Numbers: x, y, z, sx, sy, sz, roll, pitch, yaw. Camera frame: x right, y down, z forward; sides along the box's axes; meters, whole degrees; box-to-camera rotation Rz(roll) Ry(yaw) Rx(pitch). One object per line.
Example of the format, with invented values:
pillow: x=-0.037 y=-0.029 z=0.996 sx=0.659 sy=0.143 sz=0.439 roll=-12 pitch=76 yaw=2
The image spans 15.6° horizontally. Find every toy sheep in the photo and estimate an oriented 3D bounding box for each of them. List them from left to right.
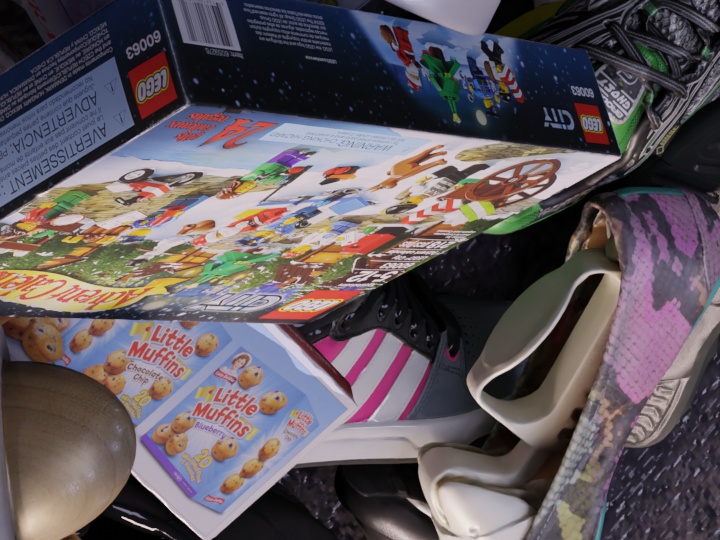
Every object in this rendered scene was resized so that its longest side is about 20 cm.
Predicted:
toy sheep: x=-0.167 y=0.061 z=0.803 sx=0.198 sy=0.138 sz=0.139 roll=-2 pitch=119 yaw=-1

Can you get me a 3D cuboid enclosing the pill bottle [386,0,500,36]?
pill bottle: x=0.040 y=-0.172 z=0.721 sx=0.111 sy=0.111 sz=0.201 roll=18 pitch=102 yaw=-43

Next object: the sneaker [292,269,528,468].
sneaker: x=0.000 y=0.000 z=0.948 sx=0.199 sy=0.084 sz=0.121 roll=-6 pitch=125 yaw=-36

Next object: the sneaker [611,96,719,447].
sneaker: x=0.135 y=-0.029 z=1.005 sx=0.200 sy=0.076 sz=0.115 roll=115 pitch=-2 yaw=-50

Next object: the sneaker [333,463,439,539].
sneaker: x=0.038 y=0.145 z=1.060 sx=0.088 sy=0.076 sz=0.200 roll=-47 pitch=134 yaw=-1

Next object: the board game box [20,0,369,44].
board game box: x=-0.035 y=-0.165 z=0.772 sx=0.199 sy=0.041 sz=0.201 roll=-39 pitch=130 yaw=-14

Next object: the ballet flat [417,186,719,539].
ballet flat: x=0.064 y=0.057 z=0.940 sx=0.071 sy=0.069 sz=0.201 roll=12 pitch=112 yaw=-29

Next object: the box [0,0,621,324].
box: x=-0.035 y=-0.028 z=0.760 sx=0.136 sy=0.038 sz=0.199 roll=-29 pitch=161 yaw=34

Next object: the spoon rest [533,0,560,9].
spoon rest: x=0.095 y=-0.130 z=0.981 sx=0.099 sy=0.061 sz=0.200 roll=-45 pitch=146 yaw=-10

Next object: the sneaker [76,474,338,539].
sneaker: x=-0.070 y=0.108 z=0.938 sx=0.199 sy=0.091 sz=0.076 roll=18 pitch=99 yaw=-44

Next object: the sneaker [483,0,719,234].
sneaker: x=0.105 y=-0.077 z=0.898 sx=0.078 sy=0.085 sz=0.200 roll=43 pitch=111 yaw=-12

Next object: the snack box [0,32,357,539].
snack box: x=-0.091 y=0.000 z=0.853 sx=0.072 sy=0.024 sz=0.200 roll=-42 pitch=114 yaw=6

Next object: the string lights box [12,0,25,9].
string lights box: x=-0.069 y=-0.186 z=0.805 sx=0.102 sy=0.059 sz=0.201 roll=-18 pitch=123 yaw=-31
